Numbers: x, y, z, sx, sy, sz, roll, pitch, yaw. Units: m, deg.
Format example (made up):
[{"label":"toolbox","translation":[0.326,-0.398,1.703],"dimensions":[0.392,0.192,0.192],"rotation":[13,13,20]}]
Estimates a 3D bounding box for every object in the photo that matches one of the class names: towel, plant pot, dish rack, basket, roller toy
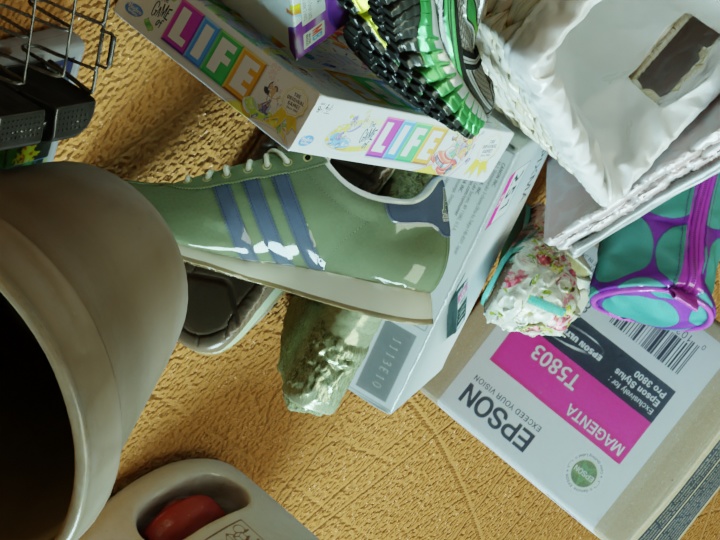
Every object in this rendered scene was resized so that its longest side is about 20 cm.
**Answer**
[{"label":"towel","translation":[0.000,0.000,1.686],"dimensions":[0.149,0.036,0.200],"rotation":[-60,-172,12]},{"label":"plant pot","translation":[-0.172,0.032,1.382],"dimensions":[0.174,0.200,0.200],"rotation":[-39,154,-54]},{"label":"dish rack","translation":[-0.171,-0.145,1.326],"dimensions":[0.153,0.055,0.200],"rotation":[-15,124,-50]},{"label":"basket","translation":[0.128,-0.182,1.623],"dimensions":[0.198,0.161,0.200],"rotation":[-48,153,-5]},{"label":"towel","translation":[0.196,-0.114,1.747],"dimensions":[0.200,0.191,0.032],"rotation":[-32,120,28]},{"label":"roller toy","translation":[-0.101,0.222,1.790],"dimensions":[0.183,0.140,0.200],"rotation":[-51,152,0]}]

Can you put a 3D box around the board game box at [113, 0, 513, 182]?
[{"label":"board game box","translation":[-0.021,-0.103,1.523],"dimensions":[0.200,0.134,0.034],"rotation":[6,119,-59]}]

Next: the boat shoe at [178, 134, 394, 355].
[{"label":"boat shoe","translation":[-0.039,-0.036,1.665],"dimensions":[0.200,0.072,0.076],"rotation":[-47,168,2]}]

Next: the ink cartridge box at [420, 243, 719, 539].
[{"label":"ink cartridge box","translation":[0.165,0.078,1.951],"dimensions":[0.165,0.200,0.075],"rotation":[-52,152,1]}]

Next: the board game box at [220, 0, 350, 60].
[{"label":"board game box","translation":[0.004,-0.218,1.454],"dimensions":[0.200,0.105,0.103],"rotation":[-38,151,-22]}]

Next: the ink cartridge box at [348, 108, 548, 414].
[{"label":"ink cartridge box","translation":[0.072,-0.025,1.803],"dimensions":[0.174,0.044,0.200],"rotation":[-36,154,-61]}]

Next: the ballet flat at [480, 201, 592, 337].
[{"label":"ballet flat","translation":[0.116,0.007,1.847],"dimensions":[0.200,0.064,0.076],"rotation":[-61,176,-74]}]

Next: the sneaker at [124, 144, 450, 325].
[{"label":"sneaker","translation":[-0.046,-0.037,1.554],"dimensions":[0.067,0.200,0.090],"rotation":[-125,-130,-86]}]

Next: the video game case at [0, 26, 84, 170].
[{"label":"video game case","translation":[-0.231,-0.019,1.433],"dimensions":[0.182,0.022,0.200],"rotation":[-19,138,-46]}]

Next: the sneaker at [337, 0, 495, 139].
[{"label":"sneaker","translation":[0.039,-0.135,1.412],"dimensions":[0.085,0.078,0.200],"rotation":[-45,153,-11]}]

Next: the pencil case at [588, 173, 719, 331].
[{"label":"pencil case","translation":[0.210,-0.061,1.893],"dimensions":[0.085,0.092,0.200],"rotation":[23,70,-26]}]
